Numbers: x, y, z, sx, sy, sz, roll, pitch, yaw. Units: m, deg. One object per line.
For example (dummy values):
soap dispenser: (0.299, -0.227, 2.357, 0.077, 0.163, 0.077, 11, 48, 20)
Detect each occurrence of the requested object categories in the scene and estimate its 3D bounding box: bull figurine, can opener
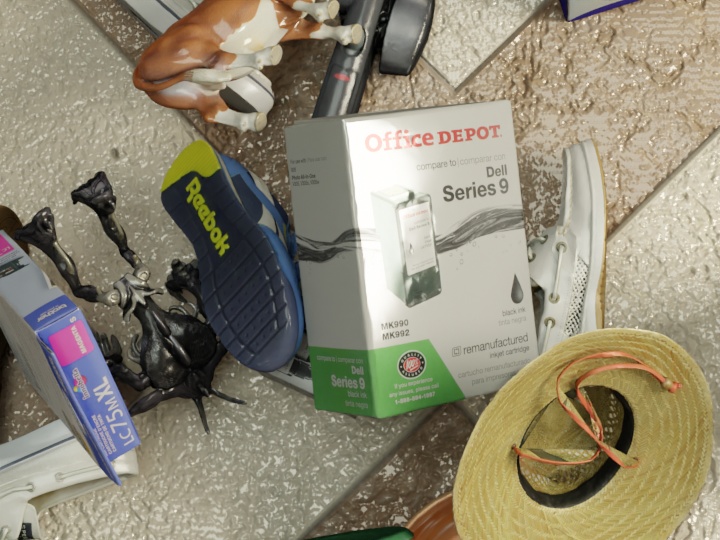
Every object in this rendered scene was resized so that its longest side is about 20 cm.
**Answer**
bull figurine: (-0.077, -0.181, 1.179, 0.121, 0.065, 0.200, 21, 56, 32)
can opener: (-0.008, -0.143, 1.223, 0.078, 0.063, 0.202, 19, 80, 16)

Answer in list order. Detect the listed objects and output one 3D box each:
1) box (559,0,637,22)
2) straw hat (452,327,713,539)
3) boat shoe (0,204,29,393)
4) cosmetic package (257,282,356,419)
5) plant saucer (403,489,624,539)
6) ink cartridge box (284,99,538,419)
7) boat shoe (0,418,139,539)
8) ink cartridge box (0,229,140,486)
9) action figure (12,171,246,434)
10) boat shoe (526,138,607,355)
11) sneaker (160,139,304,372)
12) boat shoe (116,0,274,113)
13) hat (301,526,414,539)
box: (0.212, -0.319, 1.214, 0.182, 0.105, 0.202, -17, 75, 5)
straw hat: (0.138, 0.108, 1.084, 0.200, 0.202, 0.085, -32, 33, -1)
boat shoe: (-0.302, 0.046, 1.218, 0.064, 0.072, 0.202, -1, 70, 24)
cosmetic package: (0.000, 0.000, 1.194, 0.082, 0.051, 0.202, 23, 81, 12)
plant saucer: (0.104, 0.248, 1.123, 0.198, 0.037, 0.202, -2, 77, 8)
ink cartridge box: (0.036, -0.012, 1.111, 0.145, 0.084, 0.202, -10, 96, -32)
boat shoe: (-0.254, 0.177, 1.182, 0.200, 0.075, 0.087, -24, 77, -8)
ink cartridge box: (-0.212, 0.058, 1.125, 0.042, 0.120, 0.200, -29, 31, -15)
action figure: (-0.161, 0.029, 1.188, 0.118, 0.102, 0.201, -36, 94, -10)
boat shoe: (0.142, 0.002, 1.160, 0.068, 0.071, 0.202, 2, 77, 7)
sneaker: (-0.077, -0.009, 1.167, 0.074, 0.082, 0.201, -39, 52, 21)
boat shoe: (-0.130, -0.200, 1.257, 0.066, 0.072, 0.200, -46, 68, -5)
hat: (-0.035, 0.279, 1.093, 0.164, 0.200, 0.178, -9, 85, -28)
